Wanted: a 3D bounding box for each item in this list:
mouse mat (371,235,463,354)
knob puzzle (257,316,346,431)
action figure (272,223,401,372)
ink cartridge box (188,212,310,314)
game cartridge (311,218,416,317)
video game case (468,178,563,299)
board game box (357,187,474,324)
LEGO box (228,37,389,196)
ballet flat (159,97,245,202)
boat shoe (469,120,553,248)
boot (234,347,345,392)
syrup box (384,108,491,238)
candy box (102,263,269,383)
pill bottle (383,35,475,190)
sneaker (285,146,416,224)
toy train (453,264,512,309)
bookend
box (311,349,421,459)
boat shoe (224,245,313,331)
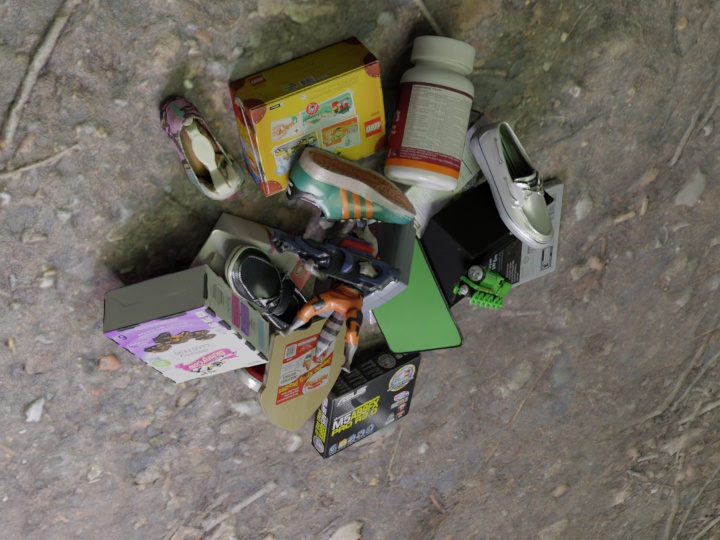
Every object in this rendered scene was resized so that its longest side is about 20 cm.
[{"bbox_3d":[0.067,0.039,1.705,0.008,0.160,0.202,-40,110,-42],"label":"mouse mat"},{"bbox_3d":[-0.098,0.165,1.743,0.219,0.030,0.222,-34,137,-38],"label":"knob puzzle"},{"bbox_3d":[-0.044,0.019,1.546,0.195,0.198,0.105,-61,161,-9],"label":"action figure"},{"bbox_3d":[-0.175,-0.011,1.626,0.199,0.068,0.117,18,114,-42],"label":"ink cartridge box"},{"bbox_3d":[0.000,0.000,1.633,0.041,0.135,0.199,25,150,-35],"label":"game cartridge"},{"bbox_3d":[0.269,-0.051,1.912,0.180,0.023,0.202,-20,134,-18],"label":"video game case"},{"bbox_3d":[0.092,-0.031,1.782,0.197,0.043,0.202,-17,125,-22],"label":"board game box"},{"bbox_3d":[-0.068,-0.214,1.521,0.198,0.077,0.150,-23,135,-15],"label":"LEGO box"},{"bbox_3d":[-0.208,-0.149,1.489,0.069,0.071,0.201,-34,136,-5],"label":"ballet flat"},{"bbox_3d":[0.231,-0.124,1.596,0.073,0.067,0.201,-39,98,-33],"label":"boat shoe"},{"bbox_3d":[-0.106,0.140,1.794,0.199,0.072,0.145,18,113,-50],"label":"boot"},{"bbox_3d":[0.120,-0.152,1.663,0.200,0.079,0.082,-45,123,-5],"label":"syrup box"},{"bbox_3d":[-0.247,0.082,1.584,0.166,0.072,0.200,-15,148,18],"label":"candy box"},{"bbox_3d":[0.102,-0.222,1.554,0.109,0.109,0.203,12,88,-38],"label":"pill bottle"},{"bbox_3d":[-0.016,-0.102,1.539,0.198,0.072,0.080,23,120,-27],"label":"sneaker"},{"bbox_3d":[0.188,0.024,1.646,0.057,0.042,0.200,-58,160,6],"label":"toy train"},{"bbox_3d":[0.178,-0.035,1.711,0.198,0.092,0.201,-33,158,-34],"label":"bookend"},{"bbox_3d":[0.010,0.227,1.917,0.199,0.044,0.161,-23,141,-32],"label":"box"},{"bbox_3d":[-0.128,0.028,1.580,0.075,0.062,0.200,-59,142,-17],"label":"boat shoe"}]
